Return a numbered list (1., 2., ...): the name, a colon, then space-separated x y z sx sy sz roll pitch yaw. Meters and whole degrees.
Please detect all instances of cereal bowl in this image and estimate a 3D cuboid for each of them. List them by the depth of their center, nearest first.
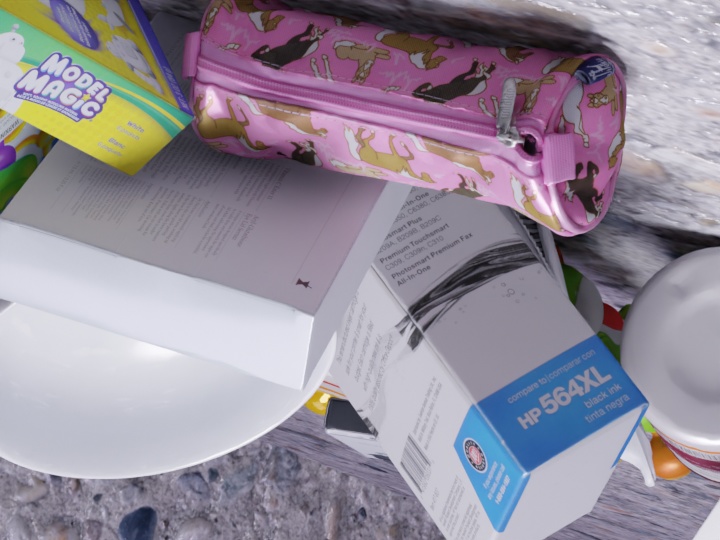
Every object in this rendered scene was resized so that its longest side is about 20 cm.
1. cereal bowl: -0.116 0.021 1.241 0.200 0.083 0.200 -11 143 -8

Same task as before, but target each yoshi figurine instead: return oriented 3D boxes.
1. yoshi figurine: 0.128 0.069 1.472 0.200 0.112 0.112 47 -169 -41

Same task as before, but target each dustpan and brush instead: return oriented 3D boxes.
1. dustpan and brush: 0.110 0.031 1.324 0.057 0.200 0.140 -17 166 4

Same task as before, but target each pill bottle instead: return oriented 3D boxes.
1. pill bottle: 0.220 0.063 1.382 0.114 0.114 0.200 15 171 18

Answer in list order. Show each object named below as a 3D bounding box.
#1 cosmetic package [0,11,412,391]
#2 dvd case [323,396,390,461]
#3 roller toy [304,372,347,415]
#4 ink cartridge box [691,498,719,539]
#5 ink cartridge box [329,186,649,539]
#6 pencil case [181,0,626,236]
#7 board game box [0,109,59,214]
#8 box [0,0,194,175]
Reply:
1. cosmetic package: -0.063 -0.038 1.133 0.151 0.200 0.052 15 127 11
2. dvd case: 0.066 0.105 1.417 0.150 0.025 0.200 8 172 8
3. roller toy: -0.008 0.023 1.516 0.200 0.140 0.182 21 170 -17
4. ink cartridge box: 0.254 0.121 1.302 0.068 0.200 0.117 47 146 19
5. ink cartridge box: 0.047 0.039 1.252 0.200 0.084 0.146 55 159 19
6. pencil case: 0.018 -0.073 1.062 0.200 0.083 0.087 14 145 28
7. board game box: -0.209 -0.052 1.259 0.103 0.105 0.200 32 150 20
8. box: -0.167 -0.127 1.030 0.200 0.048 0.117 25 -150 -48
